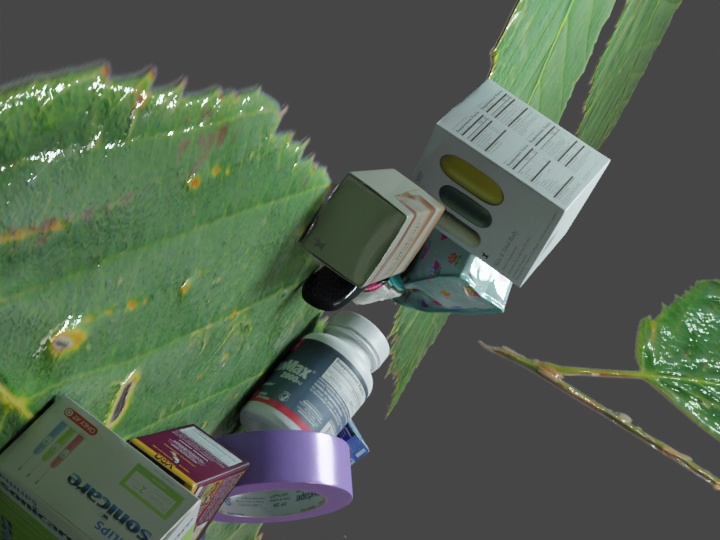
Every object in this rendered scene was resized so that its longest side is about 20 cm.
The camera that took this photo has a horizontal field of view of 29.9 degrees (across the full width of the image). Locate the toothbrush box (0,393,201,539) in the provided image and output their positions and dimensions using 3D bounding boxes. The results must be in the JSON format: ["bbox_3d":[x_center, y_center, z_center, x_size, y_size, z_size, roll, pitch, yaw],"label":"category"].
[{"bbox_3d":[-0.223,0.216,1.123,0.086,0.146,0.200,-48,167,-32],"label":"toothbrush box"}]

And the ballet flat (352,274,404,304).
[{"bbox_3d":[0.014,0.017,1.831,0.069,0.069,0.200,-55,175,4],"label":"ballet flat"}]

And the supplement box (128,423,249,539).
[{"bbox_3d":[-0.207,0.238,1.442,0.110,0.086,0.200,-56,170,5],"label":"supplement box"}]

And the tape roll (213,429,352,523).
[{"bbox_3d":[-0.111,0.251,1.629,0.200,0.200,0.066,103,-17,-65],"label":"tape roll"}]

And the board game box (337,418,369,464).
[{"bbox_3d":[-0.072,0.236,1.839,0.135,0.034,0.200,-38,-159,0],"label":"board game box"}]

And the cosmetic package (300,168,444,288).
[{"bbox_3d":[0.019,-0.051,1.535,0.103,0.087,0.200,-56,170,14],"label":"cosmetic package"}]

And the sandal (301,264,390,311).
[{"bbox_3d":[0.000,0.000,1.656,0.200,0.075,0.045,-37,145,-38],"label":"sandal"}]

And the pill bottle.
[{"bbox_3d":[-0.055,0.152,1.772,0.200,0.120,0.120,-49,169,-29],"label":"pill bottle"}]

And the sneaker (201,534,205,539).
[{"bbox_3d":[-0.247,0.335,1.679,0.200,0.070,0.082,-24,131,-76],"label":"sneaker"}]

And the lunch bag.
[{"bbox_3d":[0.135,-0.028,1.961,0.200,0.122,0.171,-5,-125,52],"label":"lunch bag"}]

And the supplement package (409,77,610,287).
[{"bbox_3d":[0.189,-0.117,1.781,0.151,0.200,0.152,-44,165,-44],"label":"supplement package"}]
